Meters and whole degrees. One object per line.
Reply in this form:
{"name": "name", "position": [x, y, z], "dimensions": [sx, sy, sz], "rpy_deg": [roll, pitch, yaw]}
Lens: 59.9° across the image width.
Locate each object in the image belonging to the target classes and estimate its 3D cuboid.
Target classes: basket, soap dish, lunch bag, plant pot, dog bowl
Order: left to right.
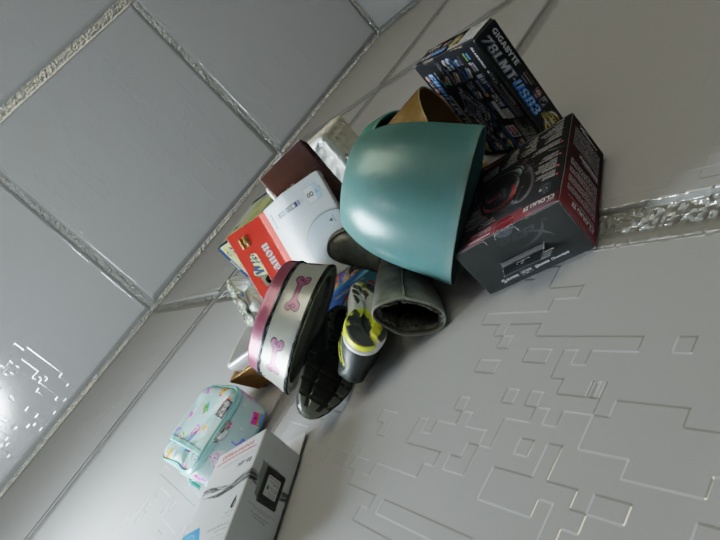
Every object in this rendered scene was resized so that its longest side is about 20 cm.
{"name": "lunch bag", "position": [-0.247, 0.273, 1.034], "dimensions": [0.162, 0.077, 0.199], "rpy_deg": [-56, 21, -24]}
{"name": "soap dish", "position": [-0.147, 0.109, 1.136], "dimensions": [0.156, 0.081, 0.202], "rpy_deg": [-35, 23, 32]}
{"name": "dog bowl", "position": [-0.103, 0.076, 0.934], "dimensions": [0.200, 0.072, 0.204], "rpy_deg": [20, -91, -83]}
{"name": "basket", "position": [-0.067, -0.196, 1.395], "dimensions": [0.199, 0.198, 0.162], "rpy_deg": [-35, 18, 30]}
{"name": "plant pot", "position": [0.075, -0.154, 0.997], "dimensions": [0.198, 0.187, 0.188], "rpy_deg": [-33, 23, 28]}
{"name": "plant pot", "position": [0.065, -0.100, 0.813], "dimensions": [0.200, 0.158, 0.205], "rpy_deg": [14, -90, -77]}

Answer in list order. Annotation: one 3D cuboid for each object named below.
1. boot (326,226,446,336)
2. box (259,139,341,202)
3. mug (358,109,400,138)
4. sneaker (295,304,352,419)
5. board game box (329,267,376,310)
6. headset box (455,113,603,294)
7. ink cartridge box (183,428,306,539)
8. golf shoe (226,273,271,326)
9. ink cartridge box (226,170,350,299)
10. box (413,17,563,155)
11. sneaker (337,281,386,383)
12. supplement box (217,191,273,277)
{"name": "boot", "position": [0.029, 0.012, 0.869], "dimensions": [0.177, 0.074, 0.202], "rpy_deg": [1, 35, 6]}
{"name": "box", "position": [-0.071, -0.117, 1.086], "dimensions": [0.100, 0.201, 0.075], "rpy_deg": [-40, 2, 10]}
{"name": "mug", "position": [0.077, -0.221, 1.234], "dimensions": [0.114, 0.182, 0.155], "rpy_deg": [-6, 67, 65]}
{"name": "sneaker", "position": [-0.049, 0.142, 0.905], "dimensions": [0.080, 0.075, 0.201], "rpy_deg": [-54, 8, 39]}
{"name": "board game box", "position": [0.000, 0.000, 1.087], "dimensions": [0.199, 0.045, 0.153], "rpy_deg": [-38, 20, 26]}
{"name": "headset box", "position": [0.203, -0.073, 0.746], "dimensions": [0.148, 0.075, 0.202], "rpy_deg": [-30, 25, 41]}
{"name": "ink cartridge box", "position": [-0.150, 0.290, 0.808], "dimensions": [0.115, 0.067, 0.202], "rpy_deg": [-35, 22, 32]}
{"name": "golf shoe", "position": [-0.191, 0.042, 1.162], "dimensions": [0.096, 0.079, 0.200], "rpy_deg": [-32, 21, -11]}
{"name": "ink cartridge box", "position": [-0.108, -0.042, 1.032], "dimensions": [0.198, 0.162, 0.047], "rpy_deg": [-32, 0, 5]}
{"name": "box", "position": [0.195, -0.267, 0.954], "dimensions": [0.050, 0.200, 0.198], "rpy_deg": [-46, 18, -7]}
{"name": "sneaker", "position": [0.001, 0.083, 0.878], "dimensions": [0.200, 0.073, 0.086], "rpy_deg": [-59, -9, -68]}
{"name": "supplement box", "position": [-0.253, -0.107, 1.707], "dimensions": [0.199, 0.134, 0.202], "rpy_deg": [-22, 30, 50]}
